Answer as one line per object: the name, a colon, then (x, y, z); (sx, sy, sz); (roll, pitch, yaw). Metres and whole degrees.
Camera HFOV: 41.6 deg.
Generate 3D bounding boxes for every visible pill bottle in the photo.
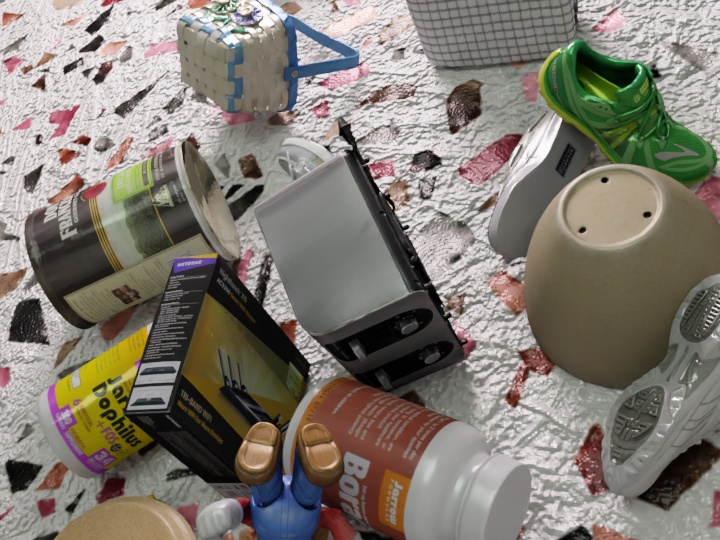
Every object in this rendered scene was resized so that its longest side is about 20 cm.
pill bottle: (-0.222, 0.119, 0.975); (0.199, 0.105, 0.105); (-33, 48, -1)
pill bottle: (0.039, 0.171, 0.811); (0.198, 0.113, 0.113); (16, 63, 34)

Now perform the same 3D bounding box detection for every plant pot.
plant pot: (0.234, -0.017, 0.848); (0.198, 0.135, 0.202); (-12, 51, 15)

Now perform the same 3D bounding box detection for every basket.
basket: (-0.122, -0.283, 1.222); (0.198, 0.141, 0.176); (-19, 39, -38)

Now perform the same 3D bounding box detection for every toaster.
toaster: (0.000, 0.000, 0.892); (0.118, 0.181, 0.202); (-28, 61, 5)

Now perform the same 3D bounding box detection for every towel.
towel: (0.152, -0.333, 1.105); (0.197, 0.166, 0.086); (-1, 49, 23)

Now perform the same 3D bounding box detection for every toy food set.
toy food set: (-0.227, 0.305, 0.875); (0.197, 0.049, 0.200); (-37, 48, -5)

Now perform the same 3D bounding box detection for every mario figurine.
mario figurine: (-0.056, 0.218, 0.768); (0.122, 0.202, 0.106); (26, 48, 22)

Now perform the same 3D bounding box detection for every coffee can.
coffee can: (-0.257, -0.040, 1.084); (0.198, 0.147, 0.147); (-24, 49, 5)

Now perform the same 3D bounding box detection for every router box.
router box: (-0.122, 0.107, 0.875); (0.052, 0.201, 0.159); (-6, 53, 24)

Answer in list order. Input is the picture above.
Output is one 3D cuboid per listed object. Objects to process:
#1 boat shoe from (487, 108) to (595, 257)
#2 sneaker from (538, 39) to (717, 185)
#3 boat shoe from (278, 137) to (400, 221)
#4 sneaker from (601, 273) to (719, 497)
boat shoe: (0.178, -0.097, 0.981); (0.065, 0.072, 0.202); (-5, 53, 58)
sneaker: (0.266, -0.152, 0.931); (0.199, 0.084, 0.074); (34, 69, 1)
boat shoe: (-0.035, -0.082, 1.064); (0.065, 0.075, 0.202); (-43, 58, -9)
sneaker: (0.278, 0.109, 0.772); (0.201, 0.099, 0.078); (-57, 20, 8)
